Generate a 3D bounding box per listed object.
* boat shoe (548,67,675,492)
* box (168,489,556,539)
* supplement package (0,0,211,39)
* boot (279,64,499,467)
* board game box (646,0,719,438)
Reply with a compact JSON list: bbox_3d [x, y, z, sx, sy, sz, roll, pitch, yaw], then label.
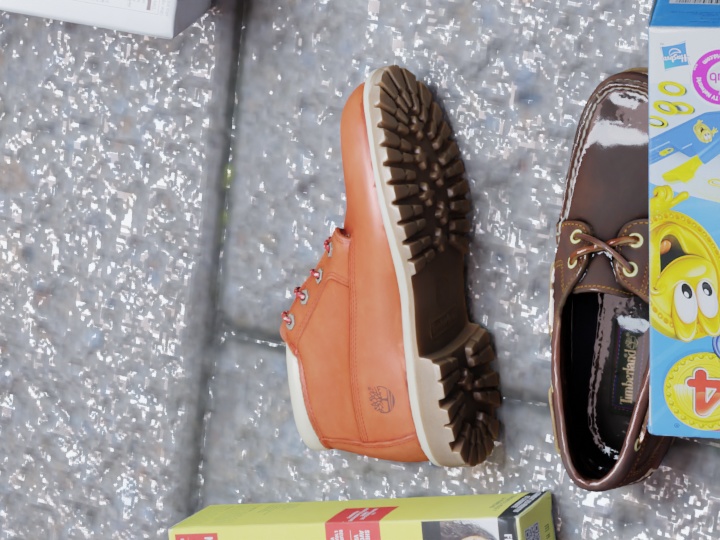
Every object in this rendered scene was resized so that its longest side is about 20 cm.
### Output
[{"bbox_3d":[0.125,0.006,1.288,0.070,0.070,0.201,3,99,27],"label":"boat shoe"},{"bbox_3d":[0.003,0.156,1.385,0.199,0.050,0.076,-3,99,27],"label":"box"},{"bbox_3d":[-0.172,-0.191,1.343,0.199,0.110,0.114,11,104,4],"label":"supplement package"},{"bbox_3d":[0.000,0.000,1.349,0.107,0.075,0.201,-2,100,31],"label":"boot"},{"bbox_3d":[0.226,-0.022,1.191,0.199,0.056,0.196,2,114,12],"label":"board game box"}]
